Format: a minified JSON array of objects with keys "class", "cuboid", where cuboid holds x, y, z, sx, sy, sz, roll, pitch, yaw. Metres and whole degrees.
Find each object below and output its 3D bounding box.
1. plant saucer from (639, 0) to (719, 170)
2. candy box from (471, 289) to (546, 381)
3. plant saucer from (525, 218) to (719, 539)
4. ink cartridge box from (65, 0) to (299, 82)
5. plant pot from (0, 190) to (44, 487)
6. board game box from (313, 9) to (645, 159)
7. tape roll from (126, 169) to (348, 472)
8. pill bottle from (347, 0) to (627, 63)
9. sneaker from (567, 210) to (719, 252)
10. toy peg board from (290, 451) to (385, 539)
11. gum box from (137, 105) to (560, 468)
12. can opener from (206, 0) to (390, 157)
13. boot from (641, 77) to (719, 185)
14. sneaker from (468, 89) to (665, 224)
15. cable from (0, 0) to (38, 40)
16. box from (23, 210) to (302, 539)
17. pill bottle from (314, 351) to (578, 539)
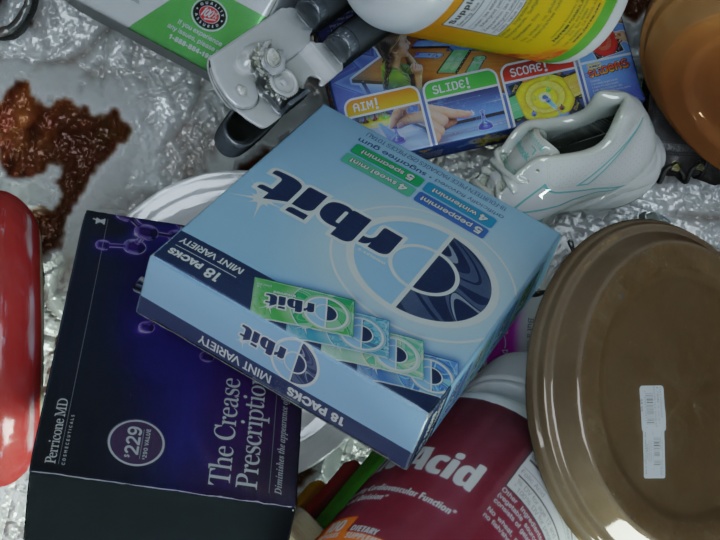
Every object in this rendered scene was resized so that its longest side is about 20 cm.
[{"class":"plant saucer","cuboid":[0.258,-0.108,0.940,0.199,0.200,0.038,32,60,-7]},{"class":"candy box","cuboid":[0.131,0.078,0.987,0.198,0.061,0.138,-8,88,21]},{"class":"plant saucer","cuboid":[0.173,0.070,0.880,0.199,0.029,0.202,5,81,-36]},{"class":"ink cartridge box","cuboid":[-0.085,-0.229,0.986,0.145,0.084,0.201,29,90,9]},{"class":"plant pot","cuboid":[-0.282,0.036,0.942,0.181,0.200,0.202,-1,93,-14]},{"class":"board game box","cuboid":[0.072,-0.149,1.034,0.198,0.034,0.137,-12,80,-5]},{"class":"tape roll","cuboid":[-0.079,0.035,1.025,0.201,0.071,0.204,0,92,-6]},{"class":"pill bottle","cuboid":[0.055,-0.189,0.921,0.199,0.111,0.112,5,93,-38]},{"class":"sneaker","cuboid":[0.164,0.046,1.049,0.130,0.079,0.199,43,89,-5]},{"class":"toy peg board","cuboid":[0.016,0.204,0.999,0.200,0.199,0.098,47,65,-6]},{"class":"gum box","cuboid":[0.000,0.000,0.890,0.169,0.200,0.045,30,129,11]},{"class":"can opener","cuboid":[-0.023,-0.144,0.959,0.053,0.066,0.200,49,57,-2]},{"class":"boot","cuboid":[0.261,-0.064,1.064,0.173,0.069,0.202,4,82,-6]},{"class":"sneaker","cuboid":[0.097,-0.053,1.006,0.199,0.080,0.071,-32,56,2]},{"class":"cable","cuboid":[-0.217,-0.227,1.003,0.097,0.050,0.200,39,90,-8]},{"class":"box","cuboid":[-0.104,0.068,0.890,0.140,0.201,0.079,6,133,-5]},{"class":"pill bottle","cuboid":[0.057,0.140,0.869,0.114,0.114,0.200,51,49,-7]}]
